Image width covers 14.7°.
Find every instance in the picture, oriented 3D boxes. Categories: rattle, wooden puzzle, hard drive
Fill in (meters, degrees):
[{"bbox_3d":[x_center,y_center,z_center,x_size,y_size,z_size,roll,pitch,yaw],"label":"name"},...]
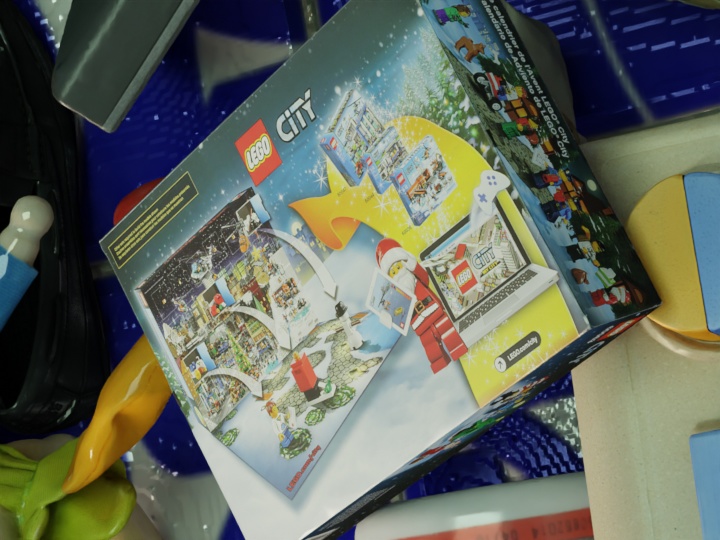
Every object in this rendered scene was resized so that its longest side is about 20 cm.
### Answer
[{"bbox_3d":[-0.063,0.135,1.080,0.143,0.130,0.200,-32,78,8],"label":"rattle"},{"bbox_3d":[0.153,0.031,0.880,0.199,0.046,0.186,-13,77,27],"label":"wooden puzzle"},{"bbox_3d":[-0.054,-0.158,1.077,0.033,0.140,0.200,32,104,-12],"label":"hard drive"}]

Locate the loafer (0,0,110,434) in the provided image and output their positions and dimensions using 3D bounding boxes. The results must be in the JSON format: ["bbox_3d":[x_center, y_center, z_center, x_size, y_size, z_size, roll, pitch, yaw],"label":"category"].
[{"bbox_3d":[-0.151,-0.031,1.149,0.068,0.070,0.201,-17,81,16],"label":"loafer"}]

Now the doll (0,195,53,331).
[{"bbox_3d":[-0.173,-0.007,1.084,0.136,0.048,0.201,-15,65,26],"label":"doll"}]

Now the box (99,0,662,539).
[{"bbox_3d":[0.000,0.000,0.951,0.200,0.038,0.137,-39,72,45],"label":"box"}]

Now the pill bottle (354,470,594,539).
[{"bbox_3d":[0.068,0.178,1.014,0.116,0.116,0.201,-12,83,25],"label":"pill bottle"}]

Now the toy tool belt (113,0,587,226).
[{"bbox_3d":[0.002,-0.009,1.050,0.200,0.125,0.123,-28,68,23],"label":"toy tool belt"}]

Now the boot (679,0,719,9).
[{"bbox_3d":[0.086,-0.133,1.029,0.155,0.199,0.072,5,82,65],"label":"boot"}]
